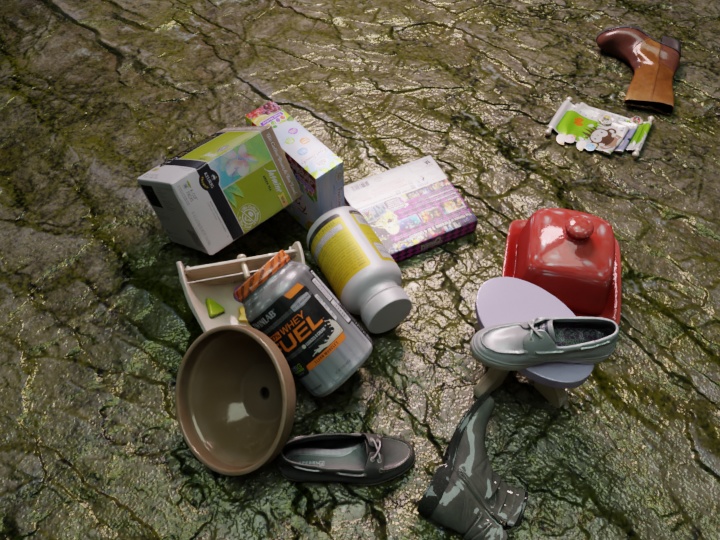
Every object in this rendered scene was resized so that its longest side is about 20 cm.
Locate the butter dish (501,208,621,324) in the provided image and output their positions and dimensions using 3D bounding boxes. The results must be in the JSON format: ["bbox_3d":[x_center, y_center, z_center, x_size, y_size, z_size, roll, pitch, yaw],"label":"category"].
[{"bbox_3d":[0.341,-0.030,1.089,0.197,0.149,0.202,10,55,8],"label":"butter dish"}]

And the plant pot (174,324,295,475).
[{"bbox_3d":[-0.161,0.179,0.948,0.198,0.092,0.204,-2,85,28],"label":"plant pot"}]

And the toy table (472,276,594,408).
[{"bbox_3d":[0.249,0.115,1.003,0.182,0.118,0.201,-22,57,-15],"label":"toy table"}]

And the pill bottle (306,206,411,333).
[{"bbox_3d":[0.000,0.000,1.089,0.110,0.112,0.201,-23,57,-16],"label":"pill bottle"}]

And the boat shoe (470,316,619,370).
[{"bbox_3d":[0.251,0.093,0.904,0.197,0.069,0.073,4,53,4],"label":"boat shoe"}]

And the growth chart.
[{"bbox_3d":[0.485,-0.288,1.355,0.198,0.018,0.146,19,57,15],"label":"growth chart"}]

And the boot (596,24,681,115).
[{"bbox_3d":[0.591,-0.428,1.443,0.186,0.069,0.202,20,64,5],"label":"boot"}]

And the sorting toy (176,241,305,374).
[{"bbox_3d":[-0.175,0.068,1.056,0.197,0.107,0.182,-10,66,-19],"label":"sorting toy"}]

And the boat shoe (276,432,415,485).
[{"bbox_3d":[-0.019,0.261,0.934,0.197,0.057,0.068,-3,54,-2],"label":"boat shoe"}]

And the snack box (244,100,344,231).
[{"bbox_3d":[-0.112,-0.172,1.178,0.067,0.170,0.200,-34,62,-22],"label":"snack box"}]

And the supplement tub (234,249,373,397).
[{"bbox_3d":[-0.085,0.076,0.982,0.200,0.122,0.123,48,63,-4],"label":"supplement tub"}]

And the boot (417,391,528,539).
[{"bbox_3d":[0.175,0.282,0.923,0.130,0.068,0.201,27,66,13],"label":"boot"}]

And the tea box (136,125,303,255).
[{"bbox_3d":[-0.239,-0.142,1.126,0.196,0.135,0.199,-37,27,-22],"label":"tea box"}]

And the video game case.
[{"bbox_3d":[0.084,-0.113,1.216,0.198,0.036,0.182,-22,57,-15],"label":"video game case"}]
